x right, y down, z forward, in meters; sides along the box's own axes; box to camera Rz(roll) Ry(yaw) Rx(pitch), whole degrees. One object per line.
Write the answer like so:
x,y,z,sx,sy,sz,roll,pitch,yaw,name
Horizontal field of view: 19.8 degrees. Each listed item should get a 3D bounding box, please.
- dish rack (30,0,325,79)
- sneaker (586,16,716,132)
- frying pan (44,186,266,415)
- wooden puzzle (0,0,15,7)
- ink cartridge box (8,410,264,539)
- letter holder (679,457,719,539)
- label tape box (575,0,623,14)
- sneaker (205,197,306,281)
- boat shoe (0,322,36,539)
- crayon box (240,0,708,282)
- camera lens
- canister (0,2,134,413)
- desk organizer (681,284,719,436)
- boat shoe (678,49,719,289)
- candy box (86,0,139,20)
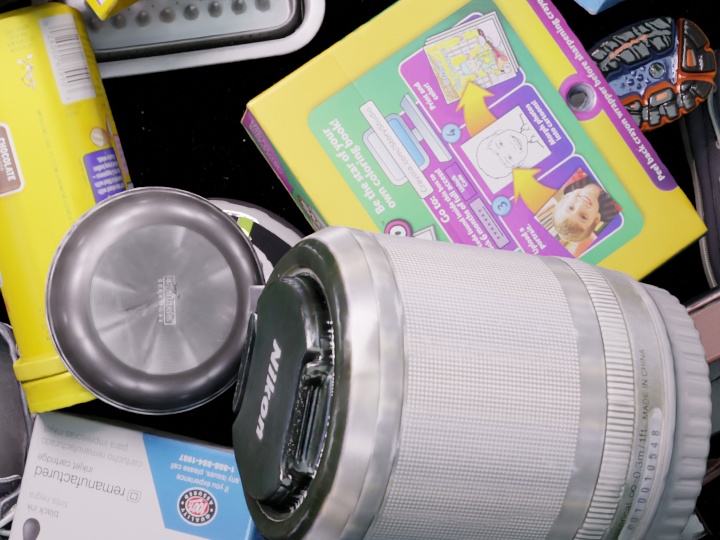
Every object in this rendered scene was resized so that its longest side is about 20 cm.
-0.116,-0.212,1.217,0.170,0.044,0.201,-8,82,-8,dish rack
0.109,-0.086,1.205,0.199,0.078,0.076,-16,87,-2,sneaker
-0.068,0.029,1.048,0.189,0.031,0.116,23,82,-12,frying pan
-0.249,-0.145,1.096,0.199,0.185,0.047,-13,96,9,wooden puzzle
-0.115,0.187,1.096,0.144,0.084,0.201,11,86,24,ink cartridge box
0.128,0.194,1.129,0.199,0.142,0.101,-29,85,-10,letter holder
0.179,-0.232,1.157,0.066,0.200,0.144,39,119,9,label tape box
-0.042,0.037,1.147,0.200,0.072,0.083,39,37,11,sneaker
-0.205,0.126,1.141,0.071,0.068,0.201,3,81,-6,boat shoe
0.061,-0.052,1.128,0.172,0.058,0.201,-34,89,-8,crayon box
0.048,0.068,0.997,0.199,0.160,0.161,8,80,-21,camera lens
-0.162,-0.036,1.113,0.086,0.149,0.201,-16,94,-2,canister
0.189,0.059,1.167,0.199,0.072,0.077,-27,88,8,desk organizer
0.238,-0.036,1.217,0.072,0.063,0.201,-15,84,-11,boat shoe
-0.105,-0.215,1.132,0.102,0.026,0.200,49,45,3,candy box
